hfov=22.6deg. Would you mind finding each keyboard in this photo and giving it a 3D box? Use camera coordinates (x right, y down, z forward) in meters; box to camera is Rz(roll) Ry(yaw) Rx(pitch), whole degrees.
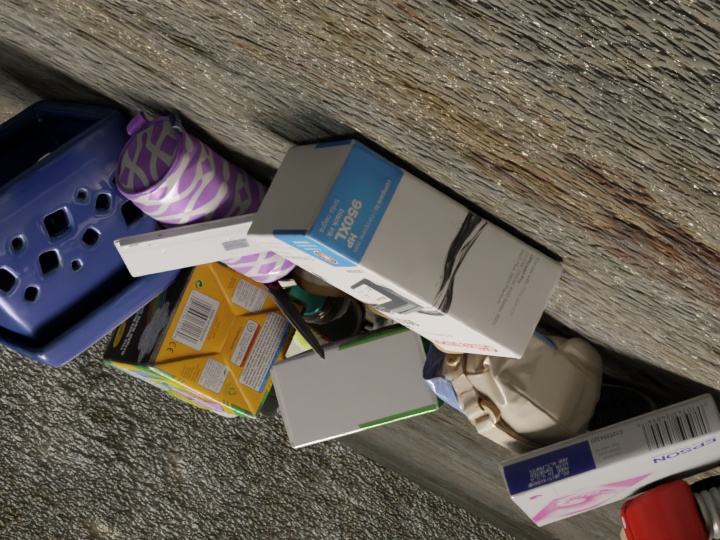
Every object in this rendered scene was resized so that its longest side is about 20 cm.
[{"bbox_3d":[-0.110,-0.028,1.557,0.199,0.011,0.056,-10,151,7],"label":"keyboard"}]

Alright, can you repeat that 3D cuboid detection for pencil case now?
[{"bbox_3d":[-0.131,-0.062,1.586,0.200,0.084,0.086,38,-164,-44],"label":"pencil case"}]

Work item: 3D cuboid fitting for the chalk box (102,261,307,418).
[{"bbox_3d":[-0.162,0.060,1.761,0.124,0.125,0.200,28,170,-22],"label":"chalk box"}]

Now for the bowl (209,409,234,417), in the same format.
[{"bbox_3d":[-0.161,0.036,1.942,0.074,0.201,0.199,-24,138,34],"label":"bowl"}]

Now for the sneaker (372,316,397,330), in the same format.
[{"bbox_3d":[0.038,0.095,1.973,0.075,0.081,0.200,24,172,2],"label":"sneaker"}]

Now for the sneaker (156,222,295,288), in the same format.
[{"bbox_3d":[-0.126,-0.041,1.765,0.087,0.076,0.200,-4,154,41],"label":"sneaker"}]

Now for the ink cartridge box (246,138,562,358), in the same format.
[{"bbox_3d":[0.033,-0.015,1.380,0.199,0.085,0.144,29,171,-19],"label":"ink cartridge box"}]

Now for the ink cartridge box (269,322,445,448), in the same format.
[{"bbox_3d":[0.011,0.101,1.720,0.144,0.085,0.200,-16,179,10],"label":"ink cartridge box"}]

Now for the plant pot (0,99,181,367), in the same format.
[{"bbox_3d":[-0.293,-0.030,1.672,0.200,0.200,0.180,14,138,58],"label":"plant pot"}]

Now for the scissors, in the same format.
[{"bbox_3d":[-0.092,0.008,1.666,0.073,0.201,0.014,-1,139,-27],"label":"scissors"}]

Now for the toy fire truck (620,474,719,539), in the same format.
[{"bbox_3d":[0.335,0.227,1.616,0.175,0.129,0.200,-14,155,-4],"label":"toy fire truck"}]

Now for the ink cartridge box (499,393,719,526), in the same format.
[{"bbox_3d":[0.240,0.180,1.638,0.195,0.044,0.200,-20,157,10],"label":"ink cartridge box"}]

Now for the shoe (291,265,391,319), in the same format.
[{"bbox_3d":[0.000,0.000,1.680,0.070,0.054,0.200,-6,-165,-33],"label":"shoe"}]

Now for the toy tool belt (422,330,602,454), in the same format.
[{"bbox_3d":[0.111,0.086,1.605,0.200,0.125,0.123,33,160,-29],"label":"toy tool belt"}]

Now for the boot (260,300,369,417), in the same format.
[{"bbox_3d":[-0.029,0.075,2.043,0.074,0.204,0.153,51,-141,13],"label":"boot"}]

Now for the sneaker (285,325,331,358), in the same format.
[{"bbox_3d":[-0.061,0.084,1.912,0.200,0.077,0.085,41,-173,-25],"label":"sneaker"}]

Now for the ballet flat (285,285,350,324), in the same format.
[{"bbox_3d":[-0.048,0.018,1.861,0.067,0.068,0.200,26,-178,-27],"label":"ballet flat"}]

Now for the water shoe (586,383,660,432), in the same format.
[{"bbox_3d":[0.206,0.134,1.753,0.199,0.072,0.079,20,171,36],"label":"water shoe"}]
